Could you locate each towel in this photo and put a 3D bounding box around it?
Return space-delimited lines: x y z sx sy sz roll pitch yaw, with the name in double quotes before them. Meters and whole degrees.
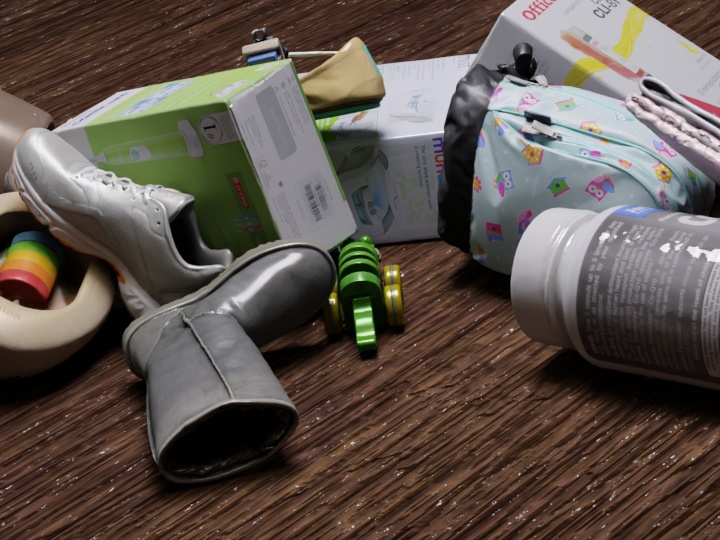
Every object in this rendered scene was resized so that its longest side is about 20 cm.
"towel" 0.293 -0.050 1.612 0.200 0.032 0.191 39 5 40

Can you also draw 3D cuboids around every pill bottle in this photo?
"pill bottle" 0.207 0.017 1.571 0.199 0.114 0.114 11 28 38

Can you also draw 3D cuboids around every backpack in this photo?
"backpack" 0.159 -0.057 1.745 0.199 0.167 0.127 16 38 20

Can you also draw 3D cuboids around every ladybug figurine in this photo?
"ladybug figurine" -0.252 0.014 1.755 0.135 0.072 0.200 23 34 -2

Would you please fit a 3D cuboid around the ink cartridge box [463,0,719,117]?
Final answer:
"ink cartridge box" 0.202 -0.147 1.894 0.200 0.084 0.145 34 35 9

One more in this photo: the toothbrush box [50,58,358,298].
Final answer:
"toothbrush box" -0.120 -0.067 1.788 0.199 0.146 0.086 -8 21 42

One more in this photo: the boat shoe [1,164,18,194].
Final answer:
"boat shoe" -0.227 -0.050 1.924 0.074 0.073 0.200 44 24 28

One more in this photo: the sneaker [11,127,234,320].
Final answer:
"sneaker" -0.168 -0.044 1.741 0.092 0.200 0.076 -48 -4 32

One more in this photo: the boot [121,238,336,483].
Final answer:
"boot" -0.076 0.059 1.611 0.181 0.073 0.200 -32 18 -6

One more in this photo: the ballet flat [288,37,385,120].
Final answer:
"ballet flat" -0.076 -0.135 1.863 0.199 0.063 0.069 -15 3 16

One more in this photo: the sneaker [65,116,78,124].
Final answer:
"sneaker" -0.153 -0.109 1.940 0.200 0.082 0.077 13 27 -41

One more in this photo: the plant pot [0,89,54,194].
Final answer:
"plant pot" -0.354 -0.091 1.978 0.174 0.201 0.200 12 23 -1

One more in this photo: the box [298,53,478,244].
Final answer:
"box" 0.024 -0.102 1.951 0.176 0.097 0.200 -6 22 4

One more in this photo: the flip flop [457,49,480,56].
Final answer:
"flip flop" 0.074 -0.144 2.103 0.199 0.058 0.081 -21 25 7

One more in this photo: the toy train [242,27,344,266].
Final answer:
"toy train" -0.050 -0.090 1.811 0.034 0.201 0.046 -12 22 15

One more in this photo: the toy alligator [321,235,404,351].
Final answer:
"toy alligator" 0.000 0.000 1.763 0.059 0.054 0.200 -7 22 2
